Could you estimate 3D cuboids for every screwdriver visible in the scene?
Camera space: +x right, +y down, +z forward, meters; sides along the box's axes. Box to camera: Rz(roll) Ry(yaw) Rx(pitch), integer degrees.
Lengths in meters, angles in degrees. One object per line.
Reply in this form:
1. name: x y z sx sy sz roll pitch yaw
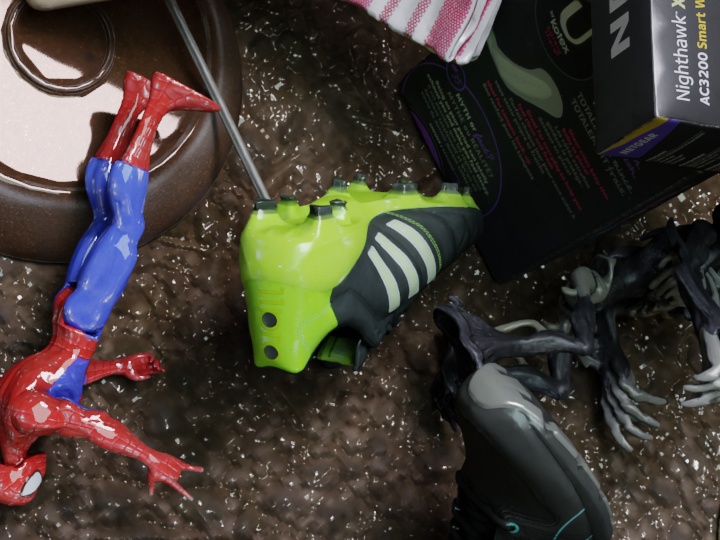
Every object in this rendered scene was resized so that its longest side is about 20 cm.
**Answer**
1. screwdriver: -0.050 -0.044 0.980 0.028 0.029 0.201 -25 95 5

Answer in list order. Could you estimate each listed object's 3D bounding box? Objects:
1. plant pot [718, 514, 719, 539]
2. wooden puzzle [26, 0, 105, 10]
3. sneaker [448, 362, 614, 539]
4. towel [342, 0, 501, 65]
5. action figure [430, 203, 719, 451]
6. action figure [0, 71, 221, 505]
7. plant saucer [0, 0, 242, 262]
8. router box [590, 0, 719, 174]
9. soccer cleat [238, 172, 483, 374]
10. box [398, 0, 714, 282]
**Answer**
1. plant pot: 0.302 0.138 1.031 0.199 0.142 0.201 6 73 -21
2. wooden puzzle: -0.078 -0.228 0.929 0.184 0.037 0.202 -7 87 16
3. sneaker: 0.075 0.126 0.932 0.079 0.075 0.201 -31 131 -7
4. towel: -0.008 -0.199 0.951 0.199 0.147 0.030 30 30 23
5. action figure: 0.135 0.034 1.008 0.199 0.119 0.103 -17 72 -17
6. action figure: -0.101 0.022 0.923 0.099 0.065 0.201 27 84 -23
7. plant saucer: -0.145 -0.105 0.968 0.199 0.034 0.202 7 72 -22
8. router box: 0.178 -0.140 0.879 0.156 0.052 0.201 6 73 -22
9. soccer cleat: 0.000 0.000 0.954 0.200 0.067 0.082 -16 111 -62
10. box: 0.122 -0.089 0.983 0.106 0.200 0.123 -26 87 -26
